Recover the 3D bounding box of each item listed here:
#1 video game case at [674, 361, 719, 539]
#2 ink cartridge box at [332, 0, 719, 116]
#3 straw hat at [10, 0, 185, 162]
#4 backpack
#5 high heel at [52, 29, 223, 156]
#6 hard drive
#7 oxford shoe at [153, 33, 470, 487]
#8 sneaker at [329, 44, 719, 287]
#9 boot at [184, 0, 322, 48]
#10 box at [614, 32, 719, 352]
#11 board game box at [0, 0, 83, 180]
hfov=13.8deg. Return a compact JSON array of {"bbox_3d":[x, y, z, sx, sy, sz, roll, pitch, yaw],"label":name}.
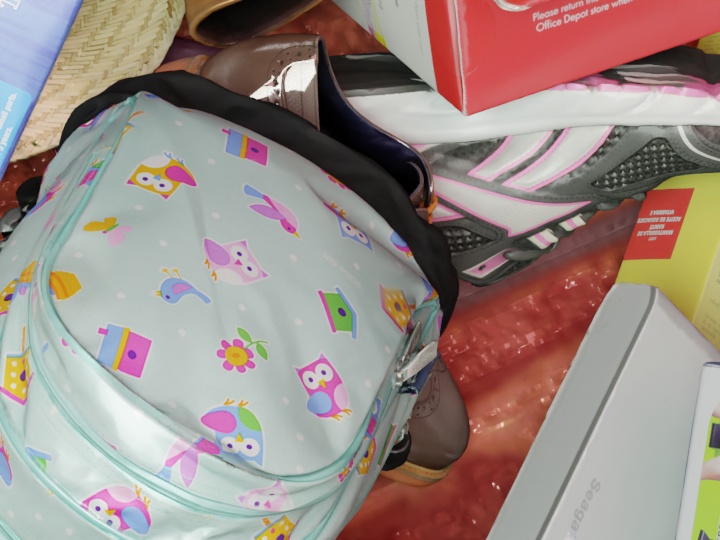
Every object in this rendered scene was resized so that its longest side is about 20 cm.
[{"bbox_3d":[0.183,0.134,1.034,0.200,0.045,0.182,10,89,-43],"label":"video game case"},{"bbox_3d":[0.057,-0.124,1.102,0.116,0.200,0.067,-19,125,-18],"label":"ink cartridge box"},{"bbox_3d":[-0.160,-0.134,1.072,0.201,0.085,0.201,1,60,-2],"label":"straw hat"},{"bbox_3d":[-0.059,0.030,0.943,0.167,0.127,0.200,26,38,0],"label":"backpack"},{"bbox_3d":[-0.092,-0.004,1.094,0.096,0.067,0.200,10,58,-22],"label":"high heel"},{"bbox_3d":[0.127,0.114,1.089,0.200,0.026,0.132,43,65,-37],"label":"hard drive"},{"bbox_3d":[0.000,0.000,1.074,0.200,0.073,0.071,57,26,-33],"label":"oxford shoe"},{"bbox_3d":[0.061,-0.038,1.127,0.200,0.080,0.086,-1,108,12],"label":"sneaker"},{"bbox_3d":[-0.011,-0.203,1.081,0.068,0.188,0.200,38,27,-42],"label":"boot"},{"bbox_3d":[0.145,-0.009,1.154,0.075,0.050,0.200,35,67,-39],"label":"box"},{"bbox_3d":[-0.183,-0.133,1.000,0.199,0.041,0.200,24,103,-9],"label":"board game box"}]
